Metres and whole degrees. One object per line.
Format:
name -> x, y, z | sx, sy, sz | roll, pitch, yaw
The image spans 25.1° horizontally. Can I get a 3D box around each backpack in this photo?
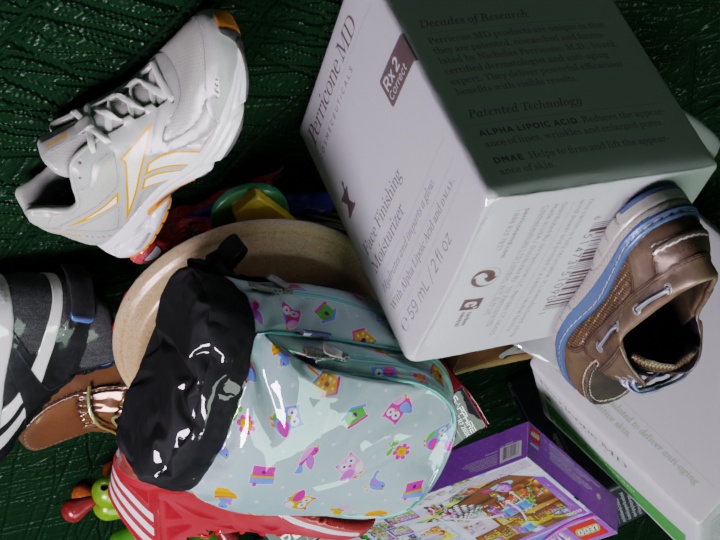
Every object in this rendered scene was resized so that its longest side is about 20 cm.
backpack -> -0.039, 0.084, 1.035 | 0.199, 0.127, 0.167 | 9, 125, -29

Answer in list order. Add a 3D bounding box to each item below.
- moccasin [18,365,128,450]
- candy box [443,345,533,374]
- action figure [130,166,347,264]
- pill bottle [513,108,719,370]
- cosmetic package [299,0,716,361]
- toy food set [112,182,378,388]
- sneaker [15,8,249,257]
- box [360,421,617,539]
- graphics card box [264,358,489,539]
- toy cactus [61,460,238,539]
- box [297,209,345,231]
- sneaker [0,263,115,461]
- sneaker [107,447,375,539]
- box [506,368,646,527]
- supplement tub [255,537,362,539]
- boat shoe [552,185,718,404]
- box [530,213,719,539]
moccasin -> -0.163, 0.099, 1.225 | 0.200, 0.078, 0.074 | -15, 150, -4
candy box -> 0.140, 0.000, 1.319 | 0.116, 0.057, 0.201 | -10, 144, -25
action figure -> -0.066, -0.030, 1.124 | 0.199, 0.066, 0.052 | -13, 169, -22
pill bottle -> 0.163, -0.033, 1.163 | 0.111, 0.111, 0.201 | 25, 96, -52
cosmetic package -> 0.084, -0.079, 1.023 | 0.164, 0.201, 0.165 | -9, 145, -26
toy food set -> -0.070, 0.036, 1.102 | 0.198, 0.049, 0.200 | -37, 131, 17
sneaker -> -0.142, -0.082, 0.986 | 0.092, 0.076, 0.200 | 9, 134, -36
box -> 0.102, 0.207, 1.390 | 0.199, 0.039, 0.137 | -25, 131, 32
graphics card box -> -0.007, 0.139, 1.315 | 0.199, 0.126, 0.051 | -34, 117, -3
toy cactus -> -0.151, 0.198, 1.388 | 0.165, 0.102, 0.200 | -40, 138, 5
box -> 0.000, 0.000, 1.209 | 0.199, 0.069, 0.082 | -10, 145, -24
sneaker -> -0.225, 0.077, 1.159 | 0.111, 0.073, 0.201 | -6, 142, -26
sneaker -> -0.094, 0.172, 1.217 | 0.199, 0.079, 0.116 | 23, 134, -8
box -> 0.260, 0.138, 1.522 | 0.199, 0.149, 0.104 | -26, 149, 3
supplement tub -> -0.027, 0.297, 1.555 | 0.200, 0.146, 0.145 | -35, 147, 17
boat shoe -> 0.169, 0.037, 0.994 | 0.072, 0.073, 0.200 | -18, 149, -14
box -> 0.283, 0.099, 1.368 | 0.200, 0.199, 0.171 | -43, 158, -7
